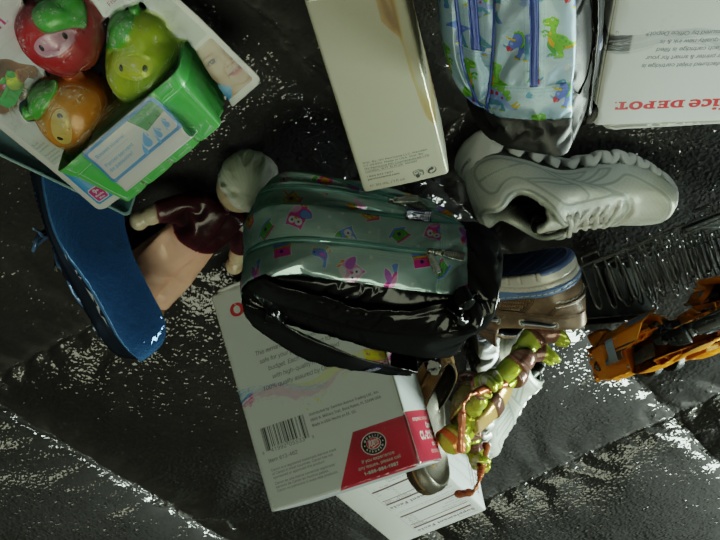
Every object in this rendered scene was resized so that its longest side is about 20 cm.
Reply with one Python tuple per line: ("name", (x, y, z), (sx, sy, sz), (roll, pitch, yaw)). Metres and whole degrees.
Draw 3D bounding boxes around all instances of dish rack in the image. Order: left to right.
("dish rack", (0.275, -0.007, 1.348), (0.199, 0.055, 0.153), (-24, 168, 35))

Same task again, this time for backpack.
("backpack", (0.000, 0.000, 1.249), (0.198, 0.128, 0.167), (11, 152, -11))
("backpack", (0.111, -0.210, 1.077), (0.152, 0.164, 0.201), (12, 133, 2))

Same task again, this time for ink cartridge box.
("ink cartridge box", (-0.029, 0.094, 1.374), (0.144, 0.202, 0.083), (-19, 171, 17))
("ink cartridge box", (0.246, -0.207, 1.143), (0.144, 0.085, 0.201), (-2, 140, -4))

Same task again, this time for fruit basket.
("fruit basket", (-0.205, -0.150, 1.153), (0.185, 0.094, 0.200), (-35, 125, 23))

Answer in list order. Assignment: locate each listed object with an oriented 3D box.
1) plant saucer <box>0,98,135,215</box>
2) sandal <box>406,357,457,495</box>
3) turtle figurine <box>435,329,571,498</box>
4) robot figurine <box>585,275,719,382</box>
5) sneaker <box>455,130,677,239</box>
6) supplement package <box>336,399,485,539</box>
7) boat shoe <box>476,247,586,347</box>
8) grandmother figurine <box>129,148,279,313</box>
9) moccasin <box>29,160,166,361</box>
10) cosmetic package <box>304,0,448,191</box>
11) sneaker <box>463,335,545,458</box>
("plant saucer", (-0.257, -0.113, 1.221), (0.199, 0.071, 0.019), (26, 164, -31))
("sandal", (0.061, 0.106, 1.431), (0.054, 0.203, 0.081), (-10, 179, 32))
("turtle figurine", (0.117, 0.117, 1.405), (0.064, 0.161, 0.201), (35, 155, 23))
("robot figurine", (0.292, 0.046, 1.347), (0.144, 0.059, 0.200), (-11, 167, -34))
("sneaker", (0.176, -0.058, 1.305), (0.198, 0.082, 0.075), (7, 137, -16))
("supplement package", (0.027, 0.169, 1.540), (0.109, 0.115, 0.200), (-24, 137, 20))
("boat shoe", (0.115, 0.028, 1.351), (0.199, 0.072, 0.073), (-1, 115, 54))
("grandmother figurine", (-0.143, -0.033, 1.332), (0.121, 0.061, 0.200), (13, 136, -46))
("moccasin", (-0.232, -0.013, 1.290), (0.068, 0.080, 0.202), (0, 113, 49))
("cosmetic package", (0.011, -0.166, 1.153), (0.070, 0.106, 0.201), (-12, 141, 6))
("sneaker", (0.142, 0.119, 1.532), (0.080, 0.076, 0.201), (-10, 141, -8))
